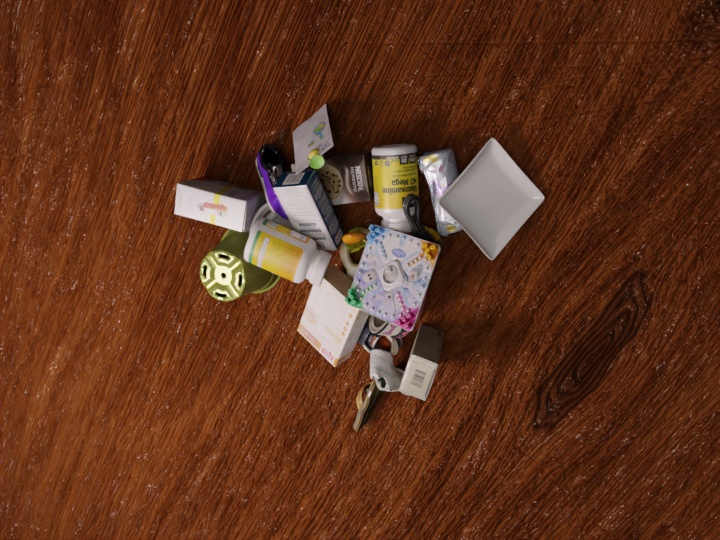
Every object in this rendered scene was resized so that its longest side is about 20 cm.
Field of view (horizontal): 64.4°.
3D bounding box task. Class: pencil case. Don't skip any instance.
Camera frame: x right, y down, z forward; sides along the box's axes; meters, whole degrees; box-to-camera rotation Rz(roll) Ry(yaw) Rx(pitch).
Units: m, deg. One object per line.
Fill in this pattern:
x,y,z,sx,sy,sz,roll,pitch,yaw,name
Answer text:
0.201,-0.189,1.361,0.082,0.089,0.205,1,113,57,pencil case

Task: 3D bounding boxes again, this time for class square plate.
0.303,-0.165,1.330,0.200,0.028,0.199,43,88,-15,square plate

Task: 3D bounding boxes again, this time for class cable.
0.131,-0.097,1.370,0.097,0.050,0.201,-42,130,-4,cable

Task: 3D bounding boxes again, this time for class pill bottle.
0.086,-0.197,1.379,0.109,0.113,0.206,0,106,15,pill bottle
-0.173,-0.039,1.387,0.196,0.113,0.115,23,110,-1,pill bottle

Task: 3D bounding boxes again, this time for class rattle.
0.000,0.000,1.448,0.126,0.143,0.206,9,102,-8,rattle

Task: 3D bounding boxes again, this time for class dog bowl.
0.097,0.075,1.418,0.072,0.201,0.203,23,112,-13,dog bowl

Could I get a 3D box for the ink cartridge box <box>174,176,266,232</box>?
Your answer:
-0.359,-0.175,1.487,0.195,0.145,0.086,16,108,9,ink cartridge box

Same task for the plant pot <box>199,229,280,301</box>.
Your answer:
-0.323,-0.010,1.502,0.195,0.184,0.206,4,107,13,plant pot

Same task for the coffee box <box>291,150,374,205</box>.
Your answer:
-0.062,-0.225,1.422,0.195,0.080,0.116,-4,104,20,coffee box

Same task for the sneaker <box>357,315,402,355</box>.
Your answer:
0.019,0.159,1.517,0.197,0.079,0.080,29,112,7,sneaker

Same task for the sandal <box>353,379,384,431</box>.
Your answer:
0.016,0.356,1.582,0.054,0.080,0.204,35,117,25,sandal

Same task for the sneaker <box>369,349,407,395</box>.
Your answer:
0.078,0.288,1.501,0.069,0.082,0.200,-11,138,35,sneaker

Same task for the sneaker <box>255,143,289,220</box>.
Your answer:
-0.207,-0.225,1.426,0.068,0.100,0.204,-22,80,-24,sneaker

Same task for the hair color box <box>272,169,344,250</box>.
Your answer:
-0.122,-0.142,1.385,0.098,0.061,0.203,1,135,28,hair color box

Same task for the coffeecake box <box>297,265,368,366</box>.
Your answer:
-0.068,0.119,1.485,0.153,0.072,0.203,39,126,23,coffeecake box

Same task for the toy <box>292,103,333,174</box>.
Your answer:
-0.107,-0.307,1.377,0.114,0.203,0.047,-34,126,20,toy

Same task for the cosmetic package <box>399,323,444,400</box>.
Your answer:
0.157,0.224,1.432,0.069,0.200,0.108,19,111,7,cosmetic package

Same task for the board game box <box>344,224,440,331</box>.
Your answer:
0.068,0.011,1.324,0.197,0.026,0.205,20,90,35,board game box

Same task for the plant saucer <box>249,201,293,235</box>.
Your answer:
-0.194,-0.085,1.488,0.194,0.050,0.206,2,83,-17,plant saucer
